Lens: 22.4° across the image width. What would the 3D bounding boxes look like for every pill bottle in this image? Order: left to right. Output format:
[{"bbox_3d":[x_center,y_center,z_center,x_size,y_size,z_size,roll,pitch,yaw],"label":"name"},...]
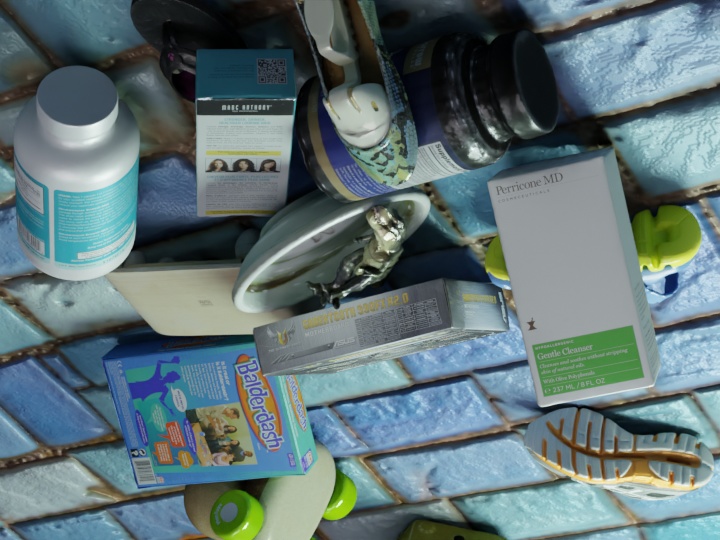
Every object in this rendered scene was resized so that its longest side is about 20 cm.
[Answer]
[{"bbox_3d":[-0.252,-0.089,1.620,0.110,0.111,0.200,11,143,-2],"label":"pill bottle"},{"bbox_3d":[0.056,-0.130,1.493,0.199,0.112,0.112,-14,137,28],"label":"pill bottle"}]

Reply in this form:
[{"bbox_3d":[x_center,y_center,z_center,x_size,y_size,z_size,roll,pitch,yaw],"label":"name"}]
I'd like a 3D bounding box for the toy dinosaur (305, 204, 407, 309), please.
[{"bbox_3d":[0.000,0.000,1.633,0.088,0.048,0.200,-33,170,-11],"label":"toy dinosaur"}]

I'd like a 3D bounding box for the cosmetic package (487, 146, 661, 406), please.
[{"bbox_3d":[0.185,0.004,1.565,0.107,0.085,0.201,-13,97,16],"label":"cosmetic package"}]

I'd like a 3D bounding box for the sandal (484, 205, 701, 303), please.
[{"bbox_3d":[0.212,-0.003,1.654,0.199,0.080,0.087,-1,145,17],"label":"sandal"}]

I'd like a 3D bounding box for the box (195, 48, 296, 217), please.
[{"bbox_3d":[-0.100,-0.113,1.547,0.082,0.049,0.200,0,153,-6],"label":"box"}]

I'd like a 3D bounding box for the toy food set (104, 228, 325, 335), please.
[{"bbox_3d":[-0.146,0.006,1.773,0.199,0.061,0.144,-2,153,18],"label":"toy food set"}]

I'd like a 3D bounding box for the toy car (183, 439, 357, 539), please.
[{"bbox_3d":[-0.137,0.241,2.032,0.199,0.158,0.164,15,162,38],"label":"toy car"}]

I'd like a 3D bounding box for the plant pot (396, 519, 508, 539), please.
[{"bbox_3d":[0.099,0.407,2.114,0.193,0.196,0.201,11,120,8],"label":"plant pot"}]

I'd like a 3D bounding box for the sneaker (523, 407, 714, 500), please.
[{"bbox_3d":[0.265,0.202,1.908,0.199,0.079,0.077,15,152,-4],"label":"sneaker"}]

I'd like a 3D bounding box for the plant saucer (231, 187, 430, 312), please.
[{"bbox_3d":[-0.034,-0.033,1.640,0.199,0.050,0.200,-27,166,-7],"label":"plant saucer"}]

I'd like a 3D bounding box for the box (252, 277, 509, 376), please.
[{"bbox_3d":[0.021,0.055,1.716,0.199,0.049,0.158,-15,171,23],"label":"box"}]

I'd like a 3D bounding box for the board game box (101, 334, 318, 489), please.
[{"bbox_3d":[-0.156,0.144,1.895,0.199,0.045,0.153,-6,107,22],"label":"board game box"}]

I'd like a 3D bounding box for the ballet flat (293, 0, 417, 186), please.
[{"bbox_3d":[-0.011,-0.158,1.419,0.074,0.074,0.201,-17,93,32],"label":"ballet flat"}]

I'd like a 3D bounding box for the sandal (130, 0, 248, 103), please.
[{"bbox_3d":[-0.123,-0.162,1.545,0.075,0.048,0.201,-14,138,29],"label":"sandal"}]
